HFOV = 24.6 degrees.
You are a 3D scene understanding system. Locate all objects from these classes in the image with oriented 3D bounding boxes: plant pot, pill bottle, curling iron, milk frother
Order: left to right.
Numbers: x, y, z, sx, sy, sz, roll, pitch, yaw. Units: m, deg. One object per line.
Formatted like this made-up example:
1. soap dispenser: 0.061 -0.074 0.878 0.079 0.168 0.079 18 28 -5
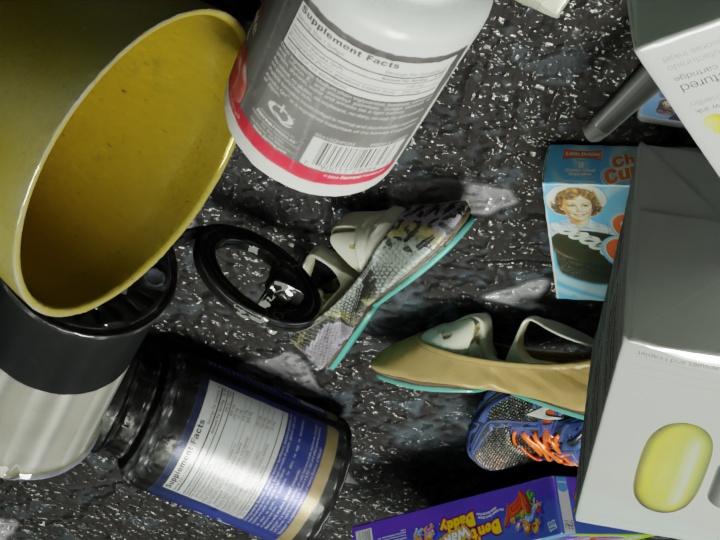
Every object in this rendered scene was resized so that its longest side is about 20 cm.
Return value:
1. plant pot: -0.180 -0.094 0.958 0.142 0.200 0.200 33 148 19
2. milk frother: -0.155 0.045 1.105 0.200 0.181 0.188 32 138 -2
3. pill bottle: -0.116 0.129 1.269 0.200 0.112 0.112 24 142 -14
4. pill bottle: 0.005 -0.137 0.884 0.111 0.111 0.200 21 143 -10
5. curling iron: 0.172 -0.133 0.869 0.050 0.026 0.200 17 142 -16

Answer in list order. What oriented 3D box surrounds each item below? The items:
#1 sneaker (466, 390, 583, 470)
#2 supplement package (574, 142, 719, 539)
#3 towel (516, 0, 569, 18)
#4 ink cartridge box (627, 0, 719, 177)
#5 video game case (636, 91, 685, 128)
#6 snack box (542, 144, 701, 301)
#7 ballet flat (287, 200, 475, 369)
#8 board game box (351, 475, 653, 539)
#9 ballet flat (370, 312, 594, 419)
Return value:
1. sneaker: 0.154 0.111 1.189 0.200 0.078 0.075 -24 129 39
2. supplement package: 0.236 0.055 0.970 0.191 0.147 0.200 9 143 5
3. towel: 0.048 -0.234 0.735 0.200 0.035 0.193 27 112 -3
4. ink cartridge box: 0.236 -0.102 0.813 0.145 0.083 0.200 -18 141 25
5. video game case: 0.262 -0.132 0.886 0.200 0.023 0.182 9 143 4
6. snack box: 0.217 -0.025 1.025 0.200 0.037 0.116 2 141 15
7. ballet flat: 0.000 0.000 1.107 0.072 0.072 0.200 25 141 -15
8. board game box: 0.113 0.206 1.307 0.200 0.045 0.134 -21 159 38
9. ballet flat: 0.102 0.059 1.155 0.200 0.069 0.063 9 103 24
